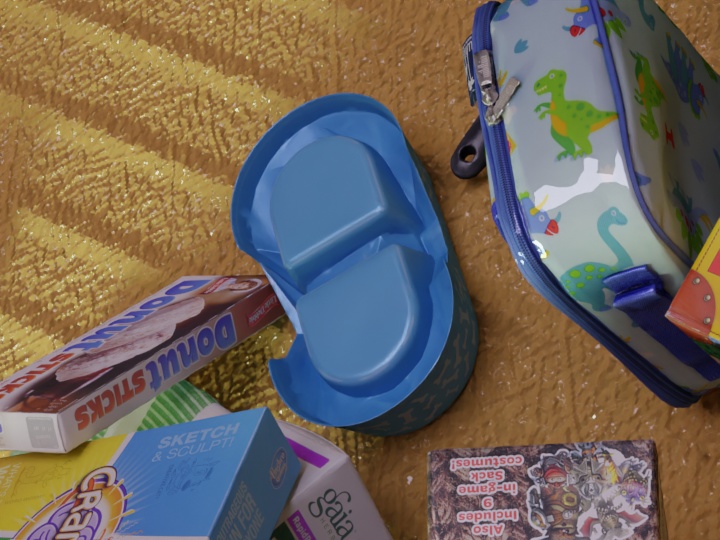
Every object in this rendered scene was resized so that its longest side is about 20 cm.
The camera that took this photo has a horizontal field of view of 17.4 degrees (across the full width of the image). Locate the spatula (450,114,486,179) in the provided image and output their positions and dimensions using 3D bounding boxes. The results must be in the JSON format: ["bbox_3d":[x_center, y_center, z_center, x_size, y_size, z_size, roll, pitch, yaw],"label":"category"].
[{"bbox_3d":[0.107,-0.133,1.251,0.056,0.021,0.200,31,88,27],"label":"spatula"}]

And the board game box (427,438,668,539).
[{"bbox_3d":[0.086,0.194,0.997,0.096,0.160,0.201,-4,63,9],"label":"board game box"}]

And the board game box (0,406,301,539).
[{"bbox_3d":[-0.141,0.142,1.099,0.199,0.040,0.153,-13,31,26],"label":"board game box"}]

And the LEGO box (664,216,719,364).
[{"bbox_3d":[0.239,-0.026,1.026,0.077,0.149,0.200,25,82,39],"label":"LEGO box"}]

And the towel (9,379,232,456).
[{"bbox_3d":[-0.141,0.120,1.255,0.200,0.023,0.153,18,76,59],"label":"towel"}]

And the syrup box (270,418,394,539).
[{"bbox_3d":[-0.081,0.167,1.134,0.200,0.079,0.081,-38,30,-20],"label":"syrup box"}]

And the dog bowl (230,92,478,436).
[{"bbox_3d":[0.000,0.000,1.240,0.111,0.050,0.200,-30,54,18],"label":"dog bowl"}]

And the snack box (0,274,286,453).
[{"bbox_3d":[-0.121,0.046,1.225,0.072,0.200,0.024,-2,108,34],"label":"snack box"}]

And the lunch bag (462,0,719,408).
[{"bbox_3d":[0.127,-0.035,1.073,0.082,0.200,0.161,-23,57,24],"label":"lunch bag"}]
